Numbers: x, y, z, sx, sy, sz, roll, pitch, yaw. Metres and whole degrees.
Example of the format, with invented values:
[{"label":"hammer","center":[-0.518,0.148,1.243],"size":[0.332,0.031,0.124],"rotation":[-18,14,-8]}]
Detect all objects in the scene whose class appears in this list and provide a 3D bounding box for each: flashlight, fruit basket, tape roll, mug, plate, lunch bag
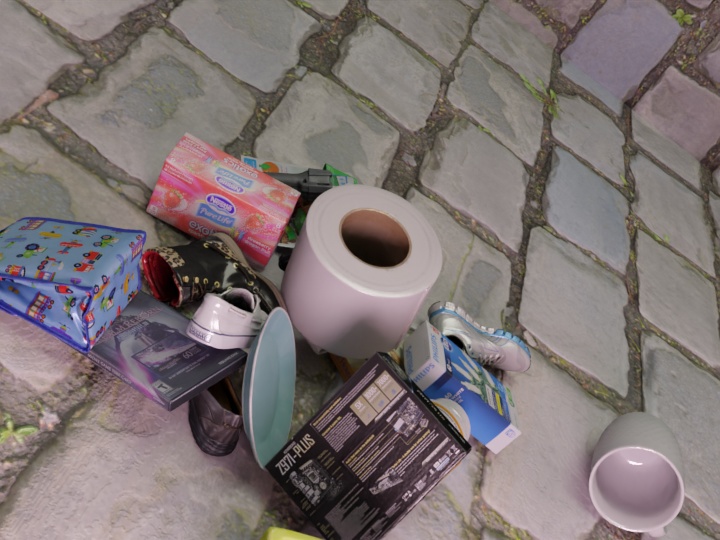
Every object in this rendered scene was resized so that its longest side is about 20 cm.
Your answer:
[{"label":"flashlight","center":[-0.144,-0.139,1.639],"size":[0.196,0.068,0.069],"rotation":[2,62,-7]},{"label":"fruit basket","center":[-0.095,-0.110,1.698],"size":[0.197,0.094,0.188],"rotation":[13,47,-22]},{"label":"tape roll","center":[0.000,0.000,1.454],"size":[0.199,0.140,0.205],"rotation":[12,46,-13]},{"label":"mug","center":[0.457,0.334,1.691],"size":[0.203,0.145,0.175],"rotation":[67,22,-11]},{"label":"plate","center":[-0.117,0.147,1.305],"size":[0.025,0.203,0.201],"rotation":[2,32,10]},{"label":"lunch bag","center":[-0.384,-0.006,1.271],"size":[0.197,0.095,0.151],"rotation":[18,32,6]}]

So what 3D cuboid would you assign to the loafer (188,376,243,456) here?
[{"label":"loafer","center":[-0.193,0.132,1.319],"size":[0.072,0.073,0.201],"rotation":[0,49,-44]}]

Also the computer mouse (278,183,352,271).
[{"label":"computer mouse","center":[-0.044,-0.051,1.604],"size":[0.201,0.043,0.110],"rotation":[-57,136,-23]}]

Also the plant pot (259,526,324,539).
[{"label":"plant pot","center":[-0.050,0.406,1.025],"size":[0.197,0.182,0.202],"rotation":[25,34,-22]}]

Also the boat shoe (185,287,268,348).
[{"label":"boat shoe","center":[-0.150,0.056,1.309],"size":[0.073,0.066,0.200],"rotation":[25,6,10]}]

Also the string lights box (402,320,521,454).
[{"label":"string lights box","center":[0.153,0.178,1.587],"size":[0.199,0.059,0.103],"rotation":[40,23,-21]}]

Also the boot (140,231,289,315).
[{"label":"boot","center":[-0.200,0.030,1.438],"size":[0.149,0.074,0.201],"rotation":[-9,54,-50]}]

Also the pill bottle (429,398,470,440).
[{"label":"pill bottle","center":[0.074,0.244,1.419],"size":[0.109,0.110,0.199],"rotation":[46,32,13]}]

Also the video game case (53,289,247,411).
[{"label":"video game case","center":[-0.256,0.091,1.276],"size":[0.198,0.019,0.142],"rotation":[28,33,24]}]

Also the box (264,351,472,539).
[{"label":"box","center":[0.011,0.228,1.277],"size":[0.164,0.200,0.086],"rotation":[45,4,12]}]

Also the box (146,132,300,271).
[{"label":"box","center":[-0.202,-0.102,1.550],"size":[0.198,0.103,0.095],"rotation":[28,33,-5]}]

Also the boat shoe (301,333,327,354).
[{"label":"boat shoe","center":[0.004,0.080,1.528],"size":[0.197,0.072,0.066],"rotation":[-7,58,-39]}]

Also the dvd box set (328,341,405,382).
[{"label":"dvd box set","center":[0.029,0.146,1.568],"size":[0.145,0.029,0.202],"rotation":[0,50,-45]}]

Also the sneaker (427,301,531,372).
[{"label":"sneaker","center":[0.192,0.134,1.728],"size":[0.197,0.075,0.088],"rotation":[25,44,-12]}]
